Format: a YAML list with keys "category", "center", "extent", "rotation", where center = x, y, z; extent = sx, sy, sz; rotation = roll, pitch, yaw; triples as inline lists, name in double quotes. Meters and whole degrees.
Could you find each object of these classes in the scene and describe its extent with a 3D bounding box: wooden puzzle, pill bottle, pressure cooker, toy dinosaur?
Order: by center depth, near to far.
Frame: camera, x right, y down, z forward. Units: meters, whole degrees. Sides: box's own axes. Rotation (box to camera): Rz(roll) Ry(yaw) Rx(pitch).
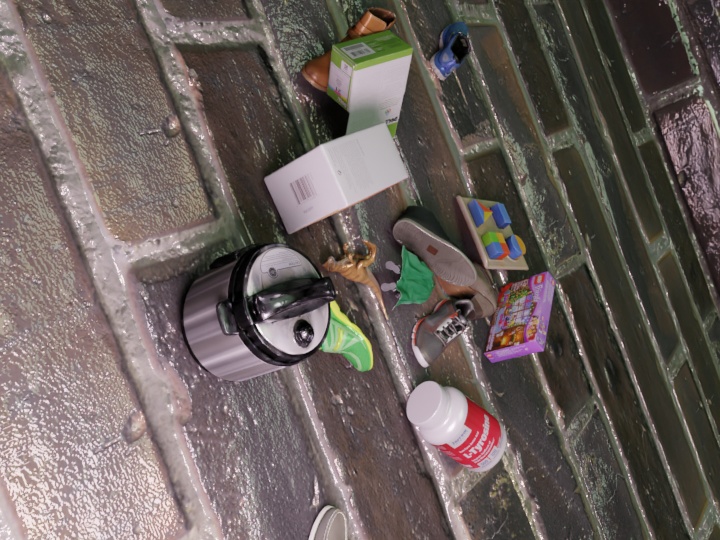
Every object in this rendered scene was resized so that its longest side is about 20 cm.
- category: "pressure cooker"
  center: [-0.137, 0.057, 1.052]
  extent: [0.178, 0.198, 0.178]
  rotation: [42, 48, -28]
- category: "toy dinosaur"
  center: [0.000, 0.000, 1.364]
  extent: [0.199, 0.060, 0.108]
  rotation: [31, 88, -41]
- category: "pill bottle"
  center: [0.180, 0.292, 1.393]
  extent: [0.199, 0.111, 0.114]
  rotation: [38, 50, -32]
- category: "wooden puzzle"
  center: [0.319, -0.092, 1.725]
  extent: [0.198, 0.046, 0.188]
  rotation: [5, 58, -48]

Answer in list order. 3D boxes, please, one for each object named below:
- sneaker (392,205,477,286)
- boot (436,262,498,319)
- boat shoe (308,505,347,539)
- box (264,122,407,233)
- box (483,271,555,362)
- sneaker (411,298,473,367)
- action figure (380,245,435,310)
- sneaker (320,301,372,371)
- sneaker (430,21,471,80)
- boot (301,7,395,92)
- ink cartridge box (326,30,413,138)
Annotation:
- category: "sneaker"
  center: [0.163, -0.059, 1.501]
  extent: [0.199, 0.075, 0.107]
  rotation: [38, 34, -4]
- category: "boot"
  center: [0.236, 0.013, 1.612]
  extent: [0.146, 0.069, 0.203]
  rotation: [-35, 103, -55]
- category: "boat shoe"
  center: [-0.045, 0.460, 1.113]
  extent: [0.072, 0.060, 0.205]
  rotation: [34, 52, -34]
- category: "box"
  center: [-0.039, -0.163, 1.285]
  extent: [0.199, 0.151, 0.108]
  rotation: [-30, 96, -49]
- category: "box"
  center: [0.358, 0.104, 1.649]
  extent: [0.039, 0.135, 0.202]
  rotation: [44, 46, -26]
- category: "sneaker"
  center: [0.169, 0.112, 1.475]
  extent: [0.078, 0.081, 0.200]
  rotation: [56, 42, -16]
- category: "action figure"
  center: [0.102, 0.023, 1.436]
  extent: [0.199, 0.054, 0.121]
  rotation: [15, 88, -62]
- category: "sneaker"
  center: [-0.053, 0.108, 1.250]
  extent: [0.084, 0.074, 0.201]
  rotation: [-50, 119, -19]
- category: "sneaker"
  center: [0.240, -0.550, 1.812]
  extent: [0.079, 0.088, 0.202]
  rotation: [45, 46, -28]
- category: "boot"
  center: [-0.018, -0.427, 1.413]
  extent: [0.077, 0.155, 0.199]
  rotation: [53, 39, 8]
- category: "ink cartridge box"
  center: [0.010, -0.340, 1.422]
  extent: [0.146, 0.202, 0.076]
  rotation: [-25, 54, -32]
